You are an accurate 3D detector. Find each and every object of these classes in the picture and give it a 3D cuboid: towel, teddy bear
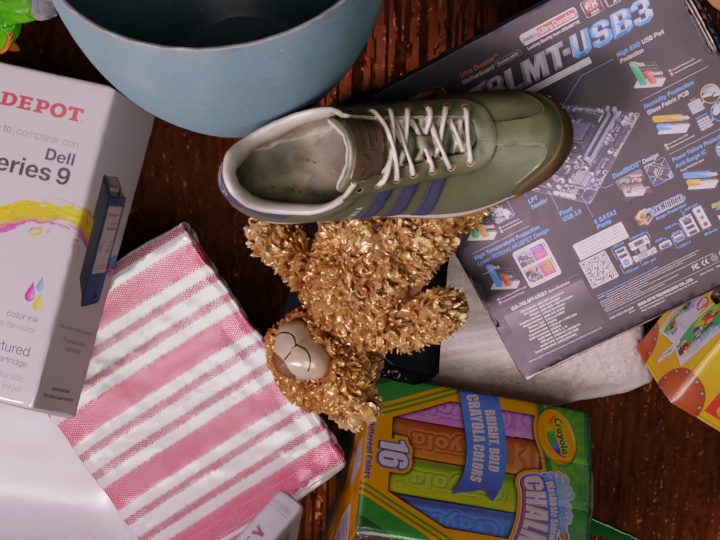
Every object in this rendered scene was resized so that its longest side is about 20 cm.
[{"bbox_3d":[0.092,0.033,1.405,0.200,0.034,0.133,-11,112,1],"label":"towel"},{"bbox_3d":[-0.118,0.083,1.341,0.146,0.030,0.200,-32,106,6],"label":"towel"},{"bbox_3d":[0.000,0.000,1.239,0.145,0.067,0.200,47,113,3],"label":"teddy bear"}]

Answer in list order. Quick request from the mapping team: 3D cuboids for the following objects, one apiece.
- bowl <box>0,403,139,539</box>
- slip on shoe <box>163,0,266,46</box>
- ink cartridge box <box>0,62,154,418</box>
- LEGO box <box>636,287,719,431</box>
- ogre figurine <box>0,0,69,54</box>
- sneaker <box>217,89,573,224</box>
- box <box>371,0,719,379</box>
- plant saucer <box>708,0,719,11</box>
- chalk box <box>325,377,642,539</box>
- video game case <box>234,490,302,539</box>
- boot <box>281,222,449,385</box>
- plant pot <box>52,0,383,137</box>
[{"bbox_3d":[-0.225,0.105,1.393,0.199,0.075,0.200,6,112,-6],"label":"bowl"},{"bbox_3d":[-0.124,-0.174,1.302,0.200,0.076,0.061,42,64,-9],"label":"slip on shoe"},{"bbox_3d":[-0.226,-0.025,1.275,0.145,0.088,0.200,14,85,13],"label":"ink cartridge box"},{"bbox_3d":[0.307,0.025,1.378,0.149,0.077,0.200,30,107,-25],"label":"LEGO box"},{"bbox_3d":[-0.243,-0.182,1.227,0.120,0.200,0.098,9,86,-25],"label":"ogre figurine"},{"bbox_3d":[0.014,-0.061,1.157,0.200,0.090,0.067,-9,85,14],"label":"sneaker"},{"bbox_3d":[0.139,-0.065,1.243,0.200,0.050,0.199,-28,95,18],"label":"box"},{"bbox_3d":[0.224,-0.246,1.211,0.037,0.200,0.200,11,116,34],"label":"plant saucer"},{"bbox_3d":[0.084,0.164,1.385,0.200,0.124,0.125,11,144,-9],"label":"chalk box"},{"bbox_3d":[-0.108,0.246,1.364,0.023,0.200,0.182,38,66,12],"label":"video game case"},{"bbox_3d":[0.052,-0.010,1.333,0.200,0.076,0.168,5,86,1],"label":"boot"},{"bbox_3d":[-0.075,-0.155,1.197,0.200,0.200,0.135,-8,143,0],"label":"plant pot"}]
